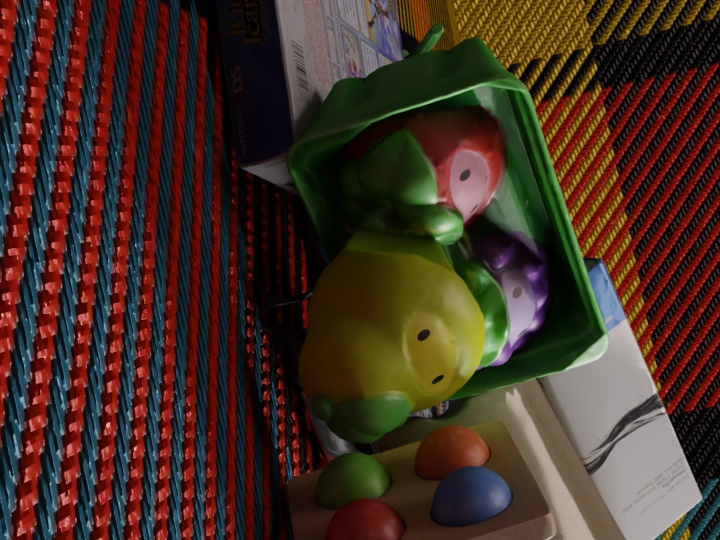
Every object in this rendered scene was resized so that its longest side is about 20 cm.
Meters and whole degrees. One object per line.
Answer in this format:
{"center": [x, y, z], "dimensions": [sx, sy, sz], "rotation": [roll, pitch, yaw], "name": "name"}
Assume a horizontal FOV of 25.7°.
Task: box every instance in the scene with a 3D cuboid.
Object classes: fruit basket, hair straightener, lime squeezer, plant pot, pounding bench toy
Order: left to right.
{"center": [-0.020, 0.080, 0.925], "dimensions": [0.077, 0.041, 0.201], "rotation": [-92, 163, -46], "name": "hair straightener"}
{"center": [0.014, -0.160, 1.122], "dimensions": [0.200, 0.037, 0.071], "rotation": [32, -49, 55], "name": "lime squeezer"}
{"center": [0.035, 0.158, 0.843], "dimensions": [0.200, 0.123, 0.157], "rotation": [-113, -173, -73], "name": "pounding bench toy"}
{"center": [0.042, 0.001, 0.859], "dimensions": [0.216, 0.154, 0.217], "rotation": [-16, 90, -78], "name": "fruit basket"}
{"center": [0.086, 0.175, 1.040], "dimensions": [0.200, 0.199, 0.185], "rotation": [8, 59, -81], "name": "plant pot"}

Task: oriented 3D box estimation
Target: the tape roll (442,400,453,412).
{"center": [0.109, 0.110, 1.328], "dimensions": [0.200, 0.084, 0.202], "rotation": [-174, -90, -90], "name": "tape roll"}

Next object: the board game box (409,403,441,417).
{"center": [0.034, 0.079, 1.250], "dimensions": [0.200, 0.034, 0.136], "rotation": [-86, 162, -61], "name": "board game box"}

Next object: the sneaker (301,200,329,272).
{"center": [0.000, 0.000, 1.080], "dimensions": [0.083, 0.070, 0.201], "rotation": [-165, -121, -75], "name": "sneaker"}

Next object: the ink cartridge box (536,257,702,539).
{"center": [0.142, 0.094, 1.141], "dimensions": [0.144, 0.084, 0.201], "rotation": [5, -56, 62], "name": "ink cartridge box"}

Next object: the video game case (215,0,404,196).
{"center": [-0.027, -0.138, 0.973], "dimensions": [0.181, 0.045, 0.202], "rotation": [22, 56, -60], "name": "video game case"}
